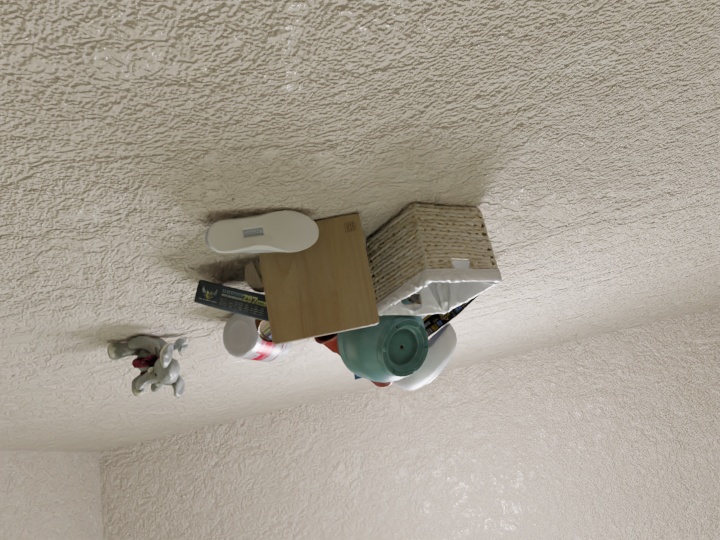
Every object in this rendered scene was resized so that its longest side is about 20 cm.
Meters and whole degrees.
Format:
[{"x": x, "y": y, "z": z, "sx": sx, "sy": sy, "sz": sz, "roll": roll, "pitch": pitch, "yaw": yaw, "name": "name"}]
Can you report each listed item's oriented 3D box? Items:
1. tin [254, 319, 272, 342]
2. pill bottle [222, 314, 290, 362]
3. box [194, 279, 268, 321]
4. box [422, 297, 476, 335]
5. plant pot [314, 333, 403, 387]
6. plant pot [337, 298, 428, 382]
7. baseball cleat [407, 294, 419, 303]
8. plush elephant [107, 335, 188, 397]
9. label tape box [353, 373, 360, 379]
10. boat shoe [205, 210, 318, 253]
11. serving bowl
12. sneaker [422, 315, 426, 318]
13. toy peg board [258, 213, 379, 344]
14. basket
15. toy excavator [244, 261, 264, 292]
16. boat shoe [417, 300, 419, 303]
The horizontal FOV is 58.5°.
[{"x": -0.154, "y": 0.082, "z": 1.458, "sx": 0.199, "sy": 0.042, "sz": 0.112, "roll": -41, "pitch": 144, "yaw": 6, "name": "tin"}, {"x": -0.264, "y": 0.179, "z": 1.686, "sx": 0.109, "sy": 0.116, "sz": 0.199, "roll": -17, "pitch": 162, "yaw": 19, "name": "pill bottle"}, {"x": -0.225, "y": 0.071, "z": 1.325, "sx": 0.194, "sy": 0.053, "sz": 0.158, "roll": 13, "pitch": 175, "yaw": 6, "name": "box"}, {"x": 0.250, "y": 0.078, "z": 1.657, "sx": 0.198, "sy": 0.050, "sz": 0.160, "roll": -37, "pitch": 175, "yaw": -33, "name": "box"}, {"x": 0.024, "y": 0.156, "z": 1.523, "sx": 0.195, "sy": 0.203, "sz": 0.199, "roll": 46, "pitch": 134, "yaw": -18, "name": "plant pot"}, {"x": 0.064, "y": 0.150, "z": 1.369, "sx": 0.195, "sy": 0.207, "sz": 0.133, "roll": -2, "pitch": -170, "yaw": -28, "name": "plant pot"}, {"x": 0.168, "y": 0.030, "z": 1.580, "sx": 0.103, "sy": 0.072, "sz": 0.200, "roll": -5, "pitch": 160, "yaw": -21, "name": "baseball cleat"}, {"x": -0.521, "y": 0.249, "z": 1.637, "sx": 0.195, "sy": 0.169, "sz": 0.155, "roll": -23, "pitch": -153, "yaw": -15, "name": "plush elephant"}, {"x": 0.044, "y": 0.174, "z": 1.683, "sx": 0.140, "sy": 0.206, "sz": 0.066, "roll": -17, "pitch": 159, "yaw": 22, "name": "label tape box"}, {"x": -0.171, "y": -0.060, "z": 1.111, "sx": 0.194, "sy": 0.074, "sz": 0.068, "roll": -12, "pitch": -174, "yaw": -22, "name": "boat shoe"}, {"x": 0.169, "y": 0.223, "z": 1.571, "sx": 0.200, "sy": 0.066, "sz": 0.200, "roll": -46, "pitch": 177, "yaw": -3, "name": "serving bowl"}, {"x": 0.094, "y": 0.130, "z": 1.824, "sx": 0.194, "sy": 0.083, "sz": 0.071, "roll": -11, "pitch": 164, "yaw": 1, "name": "sneaker"}, {"x": -0.079, "y": 0.021, "z": 1.196, "sx": 0.193, "sy": 0.207, "sz": 0.098, "roll": -10, "pitch": 170, "yaw": -3, "name": "toy peg board"}, {"x": 0.137, "y": -0.018, "z": 1.267, "sx": 0.193, "sy": 0.166, "sz": 0.199, "roll": 0, "pitch": 159, "yaw": -32, "name": "basket"}, {"x": -0.107, "y": 0.001, "z": 1.294, "sx": 0.196, "sy": 0.198, "sz": 0.100, "roll": -51, "pitch": 167, "yaw": -13, "name": "toy excavator"}, {"x": 0.154, "y": 0.078, "z": 1.709, "sx": 0.070, "sy": 0.078, "sz": 0.199, "roll": 3, "pitch": 157, "yaw": -37, "name": "boat shoe"}]
